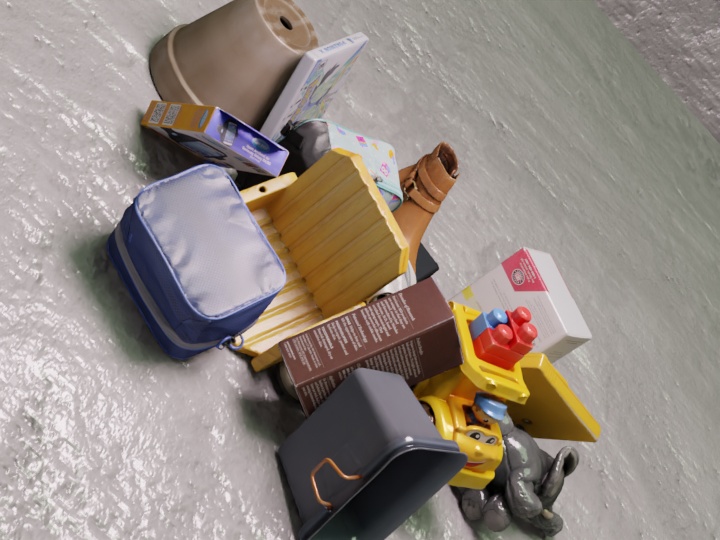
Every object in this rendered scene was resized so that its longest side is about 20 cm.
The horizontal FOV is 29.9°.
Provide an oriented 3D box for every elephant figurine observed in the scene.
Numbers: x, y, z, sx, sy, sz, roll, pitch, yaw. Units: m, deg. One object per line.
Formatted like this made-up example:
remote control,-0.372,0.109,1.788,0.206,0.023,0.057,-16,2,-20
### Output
elephant figurine,0.226,0.274,1.821,0.200,0.155,0.142,2,51,-48

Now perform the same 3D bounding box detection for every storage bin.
storage bin,-0.006,0.210,1.516,0.145,0.200,0.135,14,37,-46

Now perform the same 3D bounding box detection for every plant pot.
plant pot,-0.154,-0.285,1.833,0.200,0.173,0.200,36,34,-29

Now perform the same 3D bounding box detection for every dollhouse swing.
dollhouse swing,-0.076,-0.021,1.591,0.181,0.176,0.201,-23,81,-31

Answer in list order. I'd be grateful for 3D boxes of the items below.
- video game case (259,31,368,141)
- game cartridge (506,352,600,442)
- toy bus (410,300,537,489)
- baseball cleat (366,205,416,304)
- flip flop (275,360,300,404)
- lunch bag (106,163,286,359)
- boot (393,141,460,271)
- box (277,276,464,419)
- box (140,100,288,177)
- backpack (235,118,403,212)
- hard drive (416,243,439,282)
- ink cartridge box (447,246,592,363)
video game case,-0.077,-0.230,1.860,0.022,0.200,0.182,37,29,8
game cartridge,0.209,0.168,1.823,0.200,0.176,0.033,51,51,-41
toy bus,0.142,0.136,1.643,0.135,0.192,0.201,23,39,-33
baseball cleat,0.016,-0.025,1.655,0.200,0.070,0.107,56,23,-27
flip flop,-0.030,0.120,1.695,0.200,0.058,0.081,-4,62,-56
lunch bag,-0.185,0.000,1.525,0.136,0.132,0.201,-23,78,-34
boot,0.084,-0.076,1.886,0.077,0.155,0.200,33,34,-27
box,0.013,0.095,1.566,0.100,0.199,0.075,74,-7,-52
box,-0.178,-0.164,1.679,0.119,0.042,0.200,30,-7,-34
backpack,-0.041,-0.105,1.798,0.200,0.176,0.154,2,64,-49
hard drive,0.024,-0.059,1.976,0.200,0.033,0.139,53,29,5
ink cartridge box,0.206,0.082,1.926,0.083,0.200,0.146,9,51,-55
